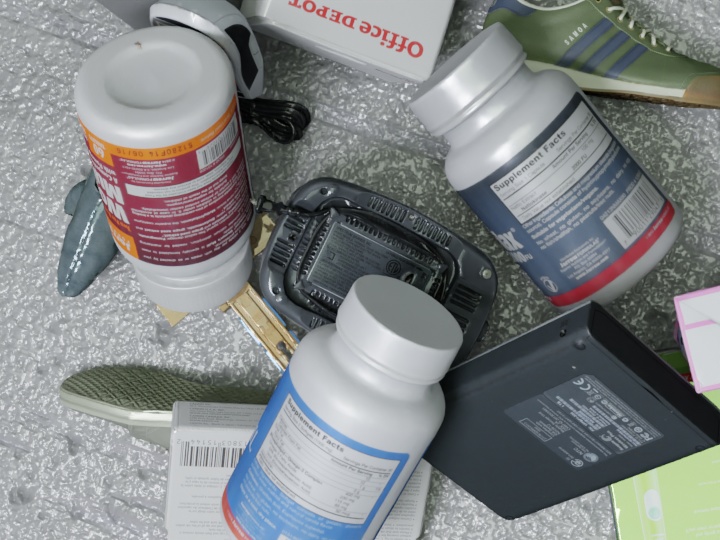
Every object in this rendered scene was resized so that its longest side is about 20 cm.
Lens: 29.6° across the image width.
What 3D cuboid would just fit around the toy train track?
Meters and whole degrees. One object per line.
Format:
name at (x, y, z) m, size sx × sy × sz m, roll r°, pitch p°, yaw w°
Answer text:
toy train track at (-0.086, 0.032, 1.097) m, size 0.115 × 0.033 × 0.200 m, roll -39°, pitch 90°, yaw -3°

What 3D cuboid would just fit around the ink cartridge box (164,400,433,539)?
ink cartridge box at (-0.052, 0.190, 1.053) m, size 0.198 × 0.045 × 0.178 m, roll 4°, pitch 115°, yaw -9°

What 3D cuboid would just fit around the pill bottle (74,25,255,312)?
pill bottle at (-0.133, -0.066, 0.976) m, size 0.109 × 0.201 × 0.110 m, roll -2°, pitch 50°, yaw 2°

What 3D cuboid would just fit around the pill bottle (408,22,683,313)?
pill bottle at (0.132, -0.077, 1.003) m, size 0.119 × 0.120 × 0.200 m, roll -41°, pitch 99°, yaw 4°

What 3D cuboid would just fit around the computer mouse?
computer mouse at (-0.101, -0.161, 1.023) m, size 0.109 × 0.200 × 0.044 m, roll 23°, pitch 77°, yaw 12°

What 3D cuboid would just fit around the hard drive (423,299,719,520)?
hard drive at (0.130, 0.106, 0.951) m, size 0.139 × 0.033 × 0.199 m, roll 38°, pitch 135°, yaw -22°

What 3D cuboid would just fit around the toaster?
toaster at (0.000, 0.000, 1.022) m, size 0.199 × 0.129 × 0.114 m, roll 25°, pitch 91°, yaw -8°

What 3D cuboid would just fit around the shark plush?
shark plush at (-0.179, -0.070, 1.056) m, size 0.091 × 0.083 × 0.200 m, roll 39°, pitch 118°, yaw 2°

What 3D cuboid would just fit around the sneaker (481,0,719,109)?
sneaker at (0.190, -0.179, 1.046) m, size 0.198 × 0.067 × 0.091 m, roll 9°, pitch 95°, yaw 11°

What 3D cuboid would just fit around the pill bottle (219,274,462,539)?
pill bottle at (-0.010, 0.107, 0.928) m, size 0.112 × 0.112 × 0.201 m, roll 31°, pitch 113°, yaw 7°

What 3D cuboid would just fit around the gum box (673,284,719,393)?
gum box at (0.305, 0.028, 0.903) m, size 0.198 × 0.113 × 0.067 m, roll -14°, pitch 84°, yaw 16°

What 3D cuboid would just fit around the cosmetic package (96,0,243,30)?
cosmetic package at (-0.150, -0.240, 1.025) m, size 0.090 × 0.200 × 0.108 m, roll -20°, pitch 84°, yaw 5°

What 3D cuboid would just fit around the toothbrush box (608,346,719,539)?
toothbrush box at (0.257, 0.156, 1.019) m, size 0.144 × 0.086 × 0.202 m, roll -10°, pitch 86°, yaw 8°

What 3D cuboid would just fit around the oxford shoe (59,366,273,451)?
oxford shoe at (-0.146, 0.120, 1.084) m, size 0.198 × 0.075 × 0.058 m, roll 10°, pitch 116°, yaw 8°

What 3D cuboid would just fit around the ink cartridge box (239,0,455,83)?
ink cartridge box at (0.006, -0.259, 1.038) m, size 0.144 × 0.084 × 0.202 m, roll 17°, pitch 90°, yaw -21°
